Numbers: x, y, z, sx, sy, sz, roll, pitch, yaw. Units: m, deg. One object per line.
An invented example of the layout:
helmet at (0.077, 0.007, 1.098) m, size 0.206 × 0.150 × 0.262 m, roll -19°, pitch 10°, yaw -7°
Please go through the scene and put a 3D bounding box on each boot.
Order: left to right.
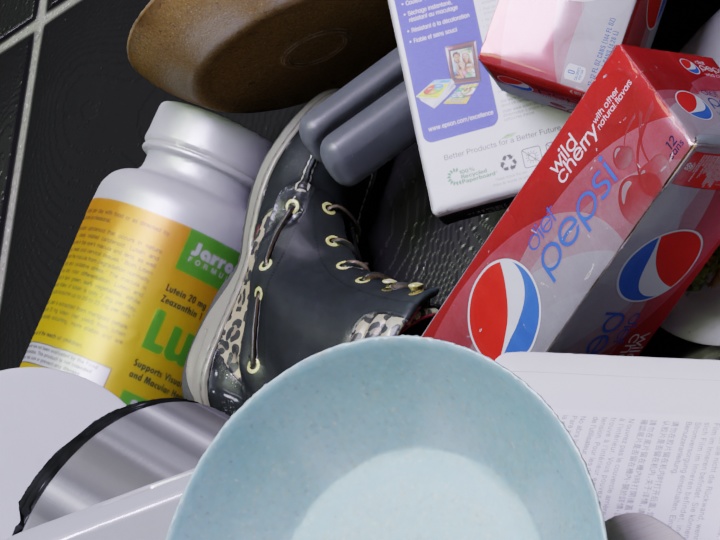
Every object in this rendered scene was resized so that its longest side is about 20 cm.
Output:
boot at (0.001, 0.001, 1.327) m, size 0.153 × 0.073 × 0.205 m, roll 8°, pitch 69°, yaw 46°

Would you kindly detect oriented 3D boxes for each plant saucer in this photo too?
plant saucer at (-0.030, -0.137, 1.368) m, size 0.200 × 0.199 × 0.036 m, roll -33°, pitch 69°, yaw 33°
plant saucer at (0.012, 0.127, 0.945) m, size 0.200 × 0.039 × 0.203 m, roll -10°, pitch 71°, yaw 30°

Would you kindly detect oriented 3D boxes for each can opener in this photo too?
can opener at (0.050, -0.129, 1.314) m, size 0.199 × 0.067 × 0.053 m, roll -36°, pitch 41°, yaw -6°

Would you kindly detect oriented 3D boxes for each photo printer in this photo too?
photo printer at (0.132, 0.113, 1.020) m, size 0.198 × 0.070 × 0.167 m, roll 1°, pitch 50°, yaw 25°

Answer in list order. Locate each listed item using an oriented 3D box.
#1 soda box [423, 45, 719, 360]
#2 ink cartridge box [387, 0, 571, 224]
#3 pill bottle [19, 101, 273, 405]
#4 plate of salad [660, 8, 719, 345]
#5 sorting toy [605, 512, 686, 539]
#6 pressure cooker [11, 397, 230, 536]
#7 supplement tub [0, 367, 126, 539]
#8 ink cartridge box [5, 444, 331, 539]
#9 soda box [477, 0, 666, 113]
soda box at (0.105, -0.005, 1.140) m, size 0.201 × 0.063 × 0.070 m, roll -57°, pitch 48°, yaw 30°
ink cartridge box at (0.064, -0.132, 1.265) m, size 0.094 × 0.037 × 0.202 m, roll -14°, pitch 80°, yaw 11°
pill bottle at (-0.117, 0.011, 1.424) m, size 0.111 × 0.111 × 0.201 m, roll 10°, pitch 75°, yaw 53°
plate of salad at (0.188, -0.062, 1.149) m, size 0.199 × 0.048 × 0.201 m, roll -31°, pitch 44°, yaw 35°
sorting toy at (0.104, 0.195, 0.926) m, size 0.200 × 0.106 × 0.181 m, roll -43°, pitch 62°, yaw 27°
pressure cooker at (-0.055, 0.171, 1.175) m, size 0.199 × 0.176 × 0.180 m, roll 24°, pitch 85°, yaw 42°
supplement tub at (-0.190, 0.159, 1.335) m, size 0.200 × 0.139 × 0.141 m, roll 118°, pitch 155°, yaw -47°
ink cartridge box at (-0.056, 0.187, 1.032) m, size 0.144 × 0.201 × 0.084 m, roll -20°, pitch 0°, yaw -5°
soda box at (0.126, -0.178, 1.209) m, size 0.070 × 0.063 × 0.201 m, roll 18°, pitch 85°, yaw 18°
